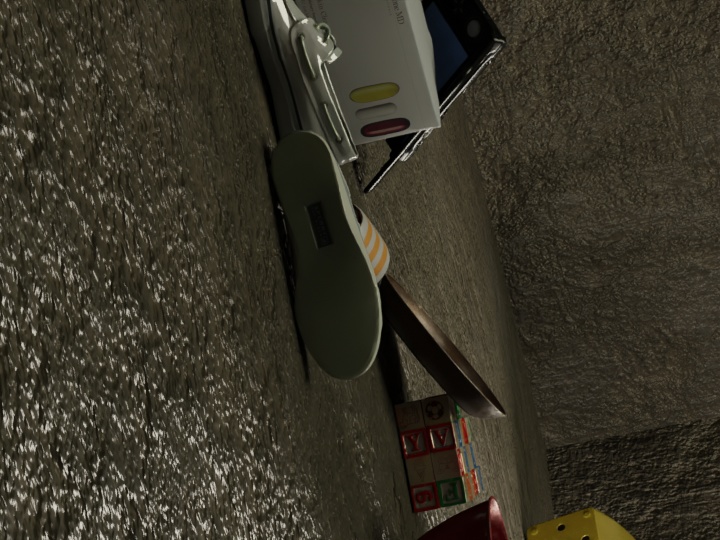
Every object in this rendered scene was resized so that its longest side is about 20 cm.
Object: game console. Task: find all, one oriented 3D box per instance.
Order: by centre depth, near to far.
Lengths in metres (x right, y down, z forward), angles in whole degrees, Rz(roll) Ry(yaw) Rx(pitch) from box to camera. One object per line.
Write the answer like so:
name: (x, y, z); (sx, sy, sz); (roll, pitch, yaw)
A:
game console: (0.056, -0.210, 1.995); (0.116, 0.200, 0.177); (0, 51, -46)

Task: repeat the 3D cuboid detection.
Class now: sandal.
sandal: (0.000, -0.006, 1.632); (0.208, 0.059, 0.080); (70, 11, -46)

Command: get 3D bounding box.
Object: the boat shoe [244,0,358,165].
boat shoe: (-0.048, -0.181, 1.512); (0.074, 0.066, 0.202); (-79, 157, -70)

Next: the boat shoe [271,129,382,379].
boat shoe: (-0.022, -0.013, 1.453); (0.071, 0.069, 0.203); (11, 65, -78)

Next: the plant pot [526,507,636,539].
plant pot: (0.398, 0.549, 3.272); (0.201, 0.198, 0.177); (-93, 157, -47)

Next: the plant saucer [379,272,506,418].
plant saucer: (0.081, 0.087, 1.926); (0.201, 0.032, 0.200); (50, 4, -5)

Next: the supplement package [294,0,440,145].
supplement package: (0.007, -0.258, 1.853); (0.157, 0.110, 0.201); (-93, 168, -47)

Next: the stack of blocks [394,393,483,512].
stack of blocks: (0.088, 0.196, 1.978); (0.200, 0.058, 0.116); (21, 58, -81)

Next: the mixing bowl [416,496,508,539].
mixing bowl: (0.087, 0.313, 1.629); (0.200, 0.107, 0.202); (-12, 90, -82)
